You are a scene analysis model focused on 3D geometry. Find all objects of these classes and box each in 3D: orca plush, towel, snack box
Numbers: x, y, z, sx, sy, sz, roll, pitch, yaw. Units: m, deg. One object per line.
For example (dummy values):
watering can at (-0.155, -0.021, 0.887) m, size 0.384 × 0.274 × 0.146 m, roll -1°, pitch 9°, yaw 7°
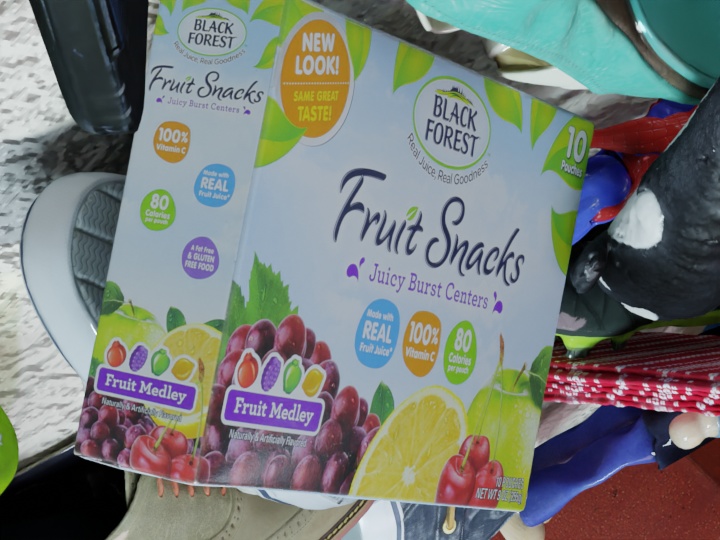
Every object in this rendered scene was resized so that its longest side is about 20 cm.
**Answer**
orca plush at (0.139, -0.023, 0.766) m, size 0.105 × 0.071 × 0.200 m, roll -39°, pitch 168°, yaw -36°
towel at (0.137, 0.044, 0.946) m, size 0.199 × 0.023 × 0.144 m, roll 3°, pitch -174°, yaw 42°
snack box at (0.000, 0.000, 0.721) m, size 0.200 × 0.053 × 0.143 m, roll 13°, pitch 86°, yaw -58°

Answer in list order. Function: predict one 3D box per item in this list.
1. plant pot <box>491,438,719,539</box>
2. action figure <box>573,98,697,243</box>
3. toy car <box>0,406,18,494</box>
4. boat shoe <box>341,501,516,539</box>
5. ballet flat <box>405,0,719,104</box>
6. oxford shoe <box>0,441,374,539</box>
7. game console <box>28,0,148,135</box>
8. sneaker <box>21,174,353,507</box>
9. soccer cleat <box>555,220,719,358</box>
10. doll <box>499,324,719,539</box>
plant pot at (0.169, 0.175, 1.195) m, size 0.199 × 0.200 × 0.177 m, roll 6°, pitch 123°, yaw -53°
action figure at (0.084, -0.030, 0.863) m, size 0.199 × 0.052 × 0.066 m, roll -31°, pitch 162°, yaw -14°
toy car at (-0.172, 0.161, 0.733) m, size 0.157 × 0.201 × 0.164 m, roll -3°, pitch 143°, yaw -47°
boat shoe at (0.028, 0.128, 1.061) m, size 0.090 × 0.071 × 0.201 m, roll -22°, pitch 153°, yaw -16°
ballet flat at (0.058, -0.093, 0.713) m, size 0.070 × 0.068 × 0.200 m, roll -15°, pitch 163°, yaw 26°
oxford shoe at (-0.074, 0.093, 0.883) m, size 0.199 × 0.071 × 0.075 m, roll -21°, pitch 148°, yaw -26°
game console at (-0.015, -0.148, 0.453) m, size 0.115 × 0.177 × 0.200 m, roll -2°, pitch 153°, yaw 3°
sneaker at (-0.066, 0.032, 0.761) m, size 0.070 × 0.073 × 0.200 m, roll 0°, pitch 152°, yaw 29°
soccer cleat at (0.123, -0.011, 0.935) m, size 0.199 × 0.067 × 0.082 m, roll -3°, pitch 106°, yaw -26°
doll at (0.153, 0.061, 1.065) m, size 0.199 × 0.049 × 0.137 m, roll -32°, pitch -171°, yaw 23°
